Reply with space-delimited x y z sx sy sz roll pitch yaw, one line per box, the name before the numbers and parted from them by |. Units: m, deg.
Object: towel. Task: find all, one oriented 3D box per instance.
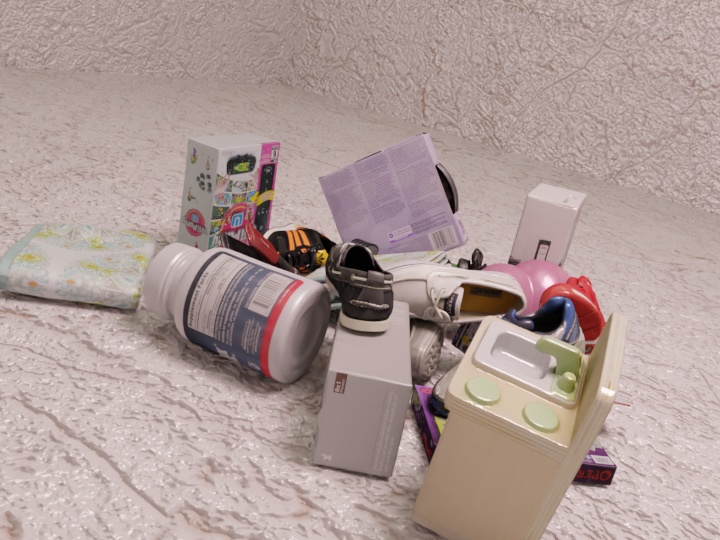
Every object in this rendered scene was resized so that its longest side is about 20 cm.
towel | -0.369 -0.013 0.916 0.169 0.049 0.200 7 21 -11
towel | 0.019 0.013 0.980 0.198 0.049 0.171 -4 10 23

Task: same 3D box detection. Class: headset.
headset | 0.153 -0.004 1.128 0.122 0.095 0.200 7 9 -12

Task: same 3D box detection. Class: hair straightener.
hair straightener | -0.142 -0.009 0.931 0.076 0.041 0.200 -22 -18 9

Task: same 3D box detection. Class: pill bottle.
pill bottle | -0.146 0.041 0.796 0.199 0.121 0.119 20 21 20

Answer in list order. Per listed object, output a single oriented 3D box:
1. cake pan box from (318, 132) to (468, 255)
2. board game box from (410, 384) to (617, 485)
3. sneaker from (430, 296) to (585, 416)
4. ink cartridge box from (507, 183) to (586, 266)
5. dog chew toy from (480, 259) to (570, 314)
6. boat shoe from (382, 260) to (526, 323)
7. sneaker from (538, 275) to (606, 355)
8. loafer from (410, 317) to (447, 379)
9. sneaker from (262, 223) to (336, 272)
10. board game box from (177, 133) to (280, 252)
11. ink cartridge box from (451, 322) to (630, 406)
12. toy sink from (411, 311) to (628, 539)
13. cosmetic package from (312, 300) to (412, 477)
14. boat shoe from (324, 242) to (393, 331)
cake pan box | 0.054 -0.099 1.082 0.199 0.186 0.052 -21 7 20
board game box | 0.161 0.177 0.744 0.198 0.033 0.120 9 23 -8
sneaker | 0.157 0.087 0.748 0.199 0.086 0.077 -27 38 -18
ink cartridge box | 0.298 -0.032 1.133 0.084 0.202 0.146 19 20 18
dog chew toy | 0.214 0.045 0.994 0.198 0.126 0.125 2 22 -19
boat shoe | 0.104 0.033 0.831 0.198 0.072 0.070 5 14 -5
sneaker | 0.265 0.046 0.879 0.200 0.078 0.116 46 25 -45
loafer | 0.072 0.087 0.885 0.069 0.071 0.200 10 12 10
sneaker | -0.098 -0.028 1.081 0.089 0.071 0.200 13 18 12
board game box | -0.194 -0.093 1.007 0.064 0.202 0.147 21 22 24
ink cartridge box | 0.217 0.126 0.843 0.108 0.051 0.200 18 12 -42
toy sink | 0.128 0.123 0.577 0.111 0.201 0.130 23 33 13
cosmetic package | 0.005 0.110 0.718 0.089 0.108 0.200 10 22 -3
boat shoe | 0.000 0.000 0.766 0.071 0.068 0.200 -1 19 -9
